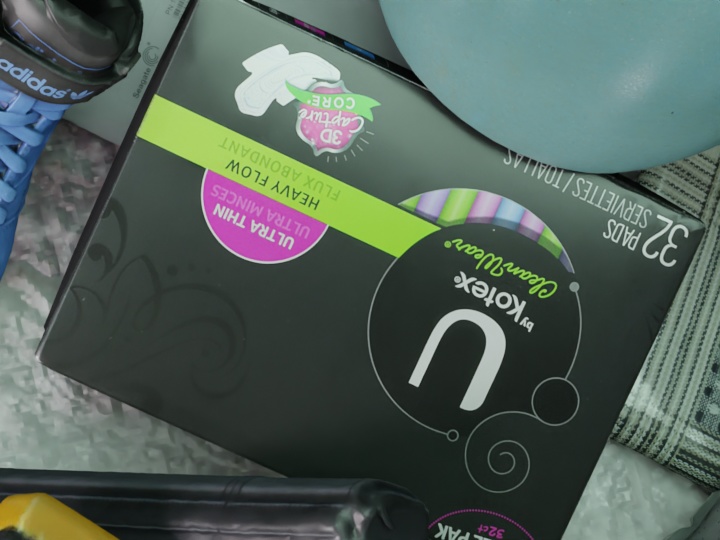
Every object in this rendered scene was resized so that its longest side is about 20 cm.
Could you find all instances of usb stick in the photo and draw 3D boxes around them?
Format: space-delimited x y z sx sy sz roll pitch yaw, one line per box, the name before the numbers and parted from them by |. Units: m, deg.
usb stick | -0.068 0.088 0.942 0.055 0.199 0.033 9 81 -56

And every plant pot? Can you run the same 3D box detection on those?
plant pot | 0.094 -0.131 0.904 0.199 0.161 0.202 16 45 -17

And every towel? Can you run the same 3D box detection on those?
towel | 0.195 0.007 1.098 0.192 0.035 0.201 26 71 -6

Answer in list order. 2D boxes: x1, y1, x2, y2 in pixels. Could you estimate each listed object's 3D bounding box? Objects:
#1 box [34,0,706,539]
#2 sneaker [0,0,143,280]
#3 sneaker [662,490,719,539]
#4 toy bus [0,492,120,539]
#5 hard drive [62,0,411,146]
box | 0.000 0.000 0.984 0.199 0.124 0.149 24 94 -7
sneaker | -0.133 -0.054 0.922 0.076 0.111 0.201 23 68 -33
sneaker | 0.181 0.086 1.006 0.075 0.115 0.201 34 89 -7
toy bus | -0.138 0.175 0.873 0.065 0.078 0.201 34 64 -22
hard drive | -0.017 -0.085 1.048 0.199 0.026 0.133 25 99 -6
